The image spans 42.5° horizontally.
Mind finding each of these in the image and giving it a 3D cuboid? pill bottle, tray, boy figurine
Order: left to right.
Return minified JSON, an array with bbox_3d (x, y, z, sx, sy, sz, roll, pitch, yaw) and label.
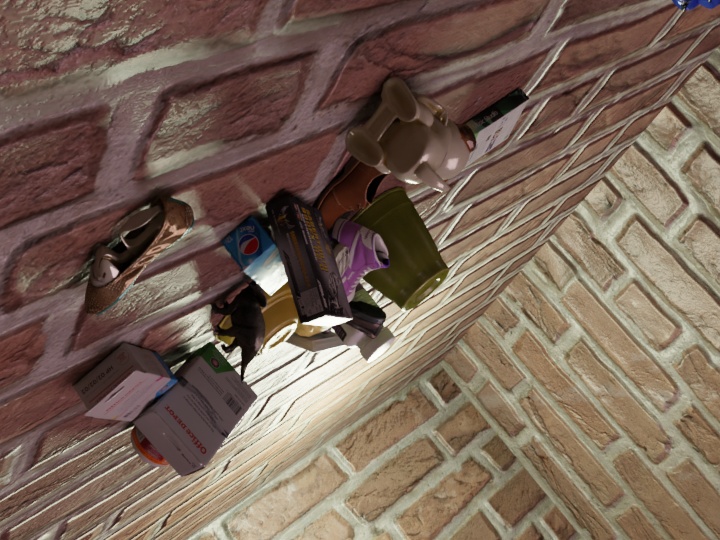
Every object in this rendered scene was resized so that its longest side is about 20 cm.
[{"bbox_3d":[-0.365,0.293,1.858,0.200,0.110,0.109,-46,165,20],"label":"pill bottle"},{"bbox_3d":[-0.105,0.114,2.103,0.123,0.066,0.199,-21,168,18],"label":"boy figurine"},{"bbox_3d":[-0.109,0.158,2.184,0.199,0.106,0.023,-4,110,-66],"label":"tray"},{"bbox_3d":[-0.016,0.095,2.004,0.111,0.201,0.112,-37,166,-11],"label":"pill bottle"}]

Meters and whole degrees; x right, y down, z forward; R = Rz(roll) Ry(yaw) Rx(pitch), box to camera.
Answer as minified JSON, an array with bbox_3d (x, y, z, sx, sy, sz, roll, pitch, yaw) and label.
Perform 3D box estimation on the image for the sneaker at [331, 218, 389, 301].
[{"bbox_3d":[0.000,0.000,1.809,0.203,0.112,0.073,91,23,-44],"label":"sneaker"}]

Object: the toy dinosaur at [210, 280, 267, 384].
[{"bbox_3d":[-0.207,0.097,1.655,0.100,0.204,0.077,-6,165,21],"label":"toy dinosaur"}]

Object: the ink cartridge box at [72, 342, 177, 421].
[{"bbox_3d":[-0.398,0.188,1.549,0.115,0.068,0.200,-40,166,-2],"label":"ink cartridge box"}]

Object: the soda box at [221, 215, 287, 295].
[{"bbox_3d":[-0.166,-0.022,1.550,0.068,0.064,0.200,-40,166,-3],"label":"soda box"}]

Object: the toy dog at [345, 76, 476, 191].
[{"bbox_3d":[0.108,-0.206,1.488,0.199,0.193,0.141,-1,127,-58],"label":"toy dog"}]

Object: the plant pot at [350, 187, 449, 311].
[{"bbox_3d":[0.076,-0.030,1.895,0.199,0.194,0.201,-37,165,-12],"label":"plant pot"}]

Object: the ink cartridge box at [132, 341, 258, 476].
[{"bbox_3d":[-0.303,0.256,1.712,0.083,0.147,0.200,-30,-166,40],"label":"ink cartridge box"}]

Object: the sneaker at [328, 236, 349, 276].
[{"bbox_3d":[-0.077,-0.024,1.710,0.070,0.099,0.201,-57,172,-19],"label":"sneaker"}]

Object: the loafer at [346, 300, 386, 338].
[{"bbox_3d":[-0.047,0.087,1.912,0.072,0.197,0.064,-66,175,-66],"label":"loafer"}]

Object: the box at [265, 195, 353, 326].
[{"bbox_3d":[-0.082,-0.011,1.526,0.048,0.203,0.158,-20,169,14],"label":"box"}]

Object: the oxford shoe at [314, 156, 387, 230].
[{"bbox_3d":[-0.019,-0.127,1.614,0.200,0.072,0.071,-49,165,33],"label":"oxford shoe"}]

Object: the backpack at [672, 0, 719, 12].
[{"bbox_3d":[0.681,-0.613,1.827,0.167,0.163,0.200,-40,167,10],"label":"backpack"}]

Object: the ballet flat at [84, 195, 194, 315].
[{"bbox_3d":[-0.305,-0.026,1.209,0.200,0.071,0.065,-45,138,4],"label":"ballet flat"}]

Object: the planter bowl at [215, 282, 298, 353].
[{"bbox_3d":[-0.184,0.104,1.830,0.199,0.084,0.201,-39,165,-12],"label":"planter bowl"}]

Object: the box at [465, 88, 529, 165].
[{"bbox_3d":[0.255,-0.285,1.936,0.199,0.036,0.145,-36,165,-26],"label":"box"}]
